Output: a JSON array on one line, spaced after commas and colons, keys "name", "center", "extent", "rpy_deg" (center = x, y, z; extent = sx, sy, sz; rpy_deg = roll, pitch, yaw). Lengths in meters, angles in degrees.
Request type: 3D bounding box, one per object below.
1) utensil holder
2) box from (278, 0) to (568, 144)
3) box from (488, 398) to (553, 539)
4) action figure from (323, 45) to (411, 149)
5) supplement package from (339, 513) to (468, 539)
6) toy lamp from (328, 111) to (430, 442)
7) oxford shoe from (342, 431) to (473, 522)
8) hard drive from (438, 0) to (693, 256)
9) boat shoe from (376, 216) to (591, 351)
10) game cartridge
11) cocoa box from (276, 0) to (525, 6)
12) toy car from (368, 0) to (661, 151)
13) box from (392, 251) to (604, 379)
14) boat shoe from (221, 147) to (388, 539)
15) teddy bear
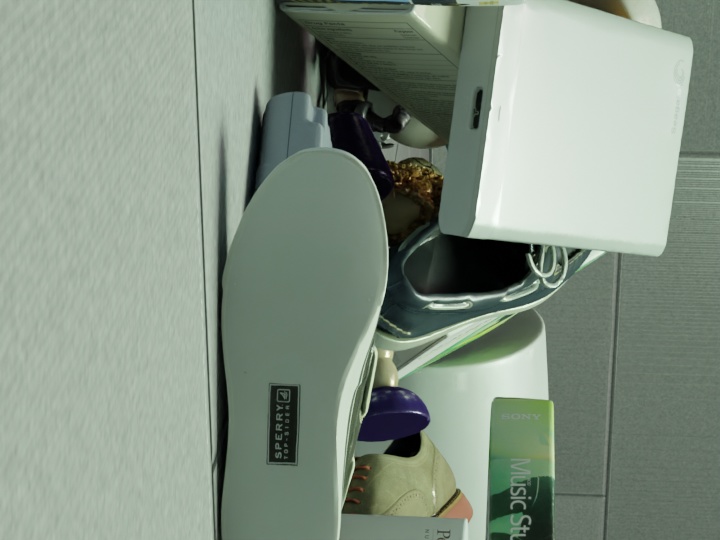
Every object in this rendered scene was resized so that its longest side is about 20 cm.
[{"name": "utensil holder", "center": [0.060, 0.133, 1.405], "extent": [0.170, 0.169, 0.201], "rpy_deg": [-78, 166, -68]}, {"name": "box", "center": [0.054, -0.133, 1.039], "extent": [0.200, 0.095, 0.078], "rpy_deg": [34, 70, -51]}, {"name": "box", "center": [0.081, 0.187, 0.955], "extent": [0.145, 0.036, 0.200], "rpy_deg": [88, 4, -47]}, {"name": "action figure", "center": [0.004, -0.142, 1.196], "extent": [0.200, 0.069, 0.131], "rpy_deg": [-82, 165, -87]}, {"name": "supplement package", "center": [-0.004, 0.241, 0.905], "extent": [0.156, 0.110, 0.201], "rpy_deg": [86, 6, -55]}, {"name": "toy lamp", "center": [0.000, 0.000, 1.113], "extent": [0.058, 0.058, 0.201], "rpy_deg": [82, 1, -66]}, {"name": "oxford shoe", "center": [-0.003, 0.151, 1.103], "extent": [0.200, 0.070, 0.075], "rpy_deg": [-31, 98, -62]}, {"name": "hard drive", "center": [0.118, -0.079, 1.037], "extent": [0.200, 0.026, 0.132], "rpy_deg": [4, 95, -51]}, {"name": "boat shoe", "center": [0.078, -0.014, 1.072], "extent": [0.062, 0.200, 0.075], "rpy_deg": [-38, -106, 51]}, {"name": "game cartridge", "center": [-0.031, 0.016, 0.972], "extent": [0.200, 0.041, 0.134], "rpy_deg": [83, 6, -62]}, {"name": "cocoa box", "center": [0.012, -0.189, 0.830], "extent": [0.200, 0.131, 0.134], "rpy_deg": [-45, 136, -84]}, {"name": "toy car", "center": [0.116, -0.115, 1.295], "extent": [0.200, 0.175, 0.150], "rpy_deg": [14, -50, 65]}, {"name": "box", "center": [0.068, 0.025, 1.215], "extent": [0.036, 0.144, 0.200], "rpy_deg": [61, -24, 5]}, {"name": "boat shoe", "center": [-0.028, 0.042, 0.839], "extent": [0.064, 0.070, 0.201], "rpy_deg": [-60, 159, -80]}, {"name": "teddy bear", "center": [0.041, -0.046, 1.264], "extent": [0.200, 0.144, 0.067], "rpy_deg": [13, 89, -80]}]
